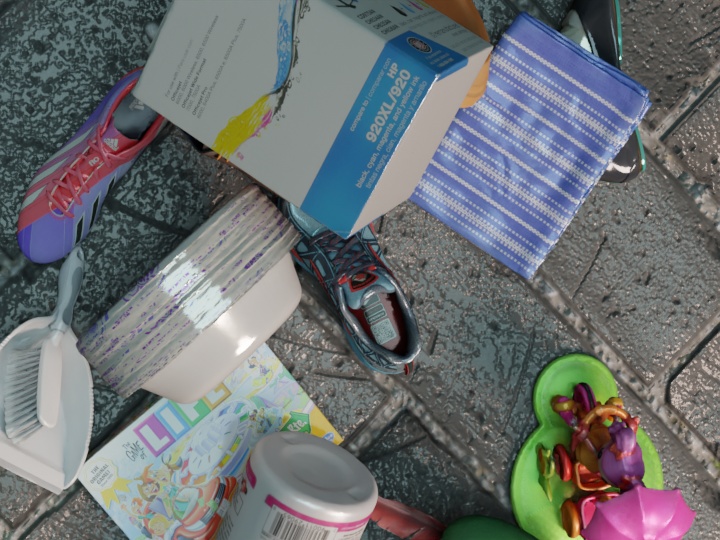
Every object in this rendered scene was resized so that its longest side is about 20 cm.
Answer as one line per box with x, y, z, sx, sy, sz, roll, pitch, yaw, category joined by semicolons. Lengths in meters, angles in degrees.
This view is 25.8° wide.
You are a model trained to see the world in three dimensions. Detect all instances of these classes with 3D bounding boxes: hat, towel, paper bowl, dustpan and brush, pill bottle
0.100;0.218;1.375;0.199;0.165;0.177;-14;85;-38;hat
0.147;-0.111;1.398;0.145;0.024;0.200;34;100;6;towel
-0.128;0.030;1.296;0.201;0.201;0.104;-44;94;-6;paper bowl
-0.266;0.070;1.332;0.057;0.140;0.201;-18;55;27;dustpan and brush
-0.071;0.247;1.337;0.113;0.113;0.201;20;112;-11;pill bottle

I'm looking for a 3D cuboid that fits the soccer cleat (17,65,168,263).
-0.225;-0.093;1.338;0.067;0.076;0.200;39;85;-10;soccer cleat

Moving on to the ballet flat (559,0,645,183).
0.209;-0.175;1.422;0.073;0.073;0.201;-12;97;-10;ballet flat

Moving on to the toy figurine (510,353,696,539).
0.224;0.179;1.380;0.149;0.184;0.201;-7;93;-10;toy figurine

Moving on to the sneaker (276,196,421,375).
0.000;0.000;1.375;0.079;0.096;0.200;-34;98;-8;sneaker

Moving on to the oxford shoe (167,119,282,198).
-0.089;-0.097;1.271;0.200;0.073;0.071;36;126;14;oxford shoe

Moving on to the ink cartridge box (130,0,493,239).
-0.035;-0.149;1.166;0.200;0.147;0.145;34;115;9;ink cartridge box

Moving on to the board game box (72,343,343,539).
-0.134;0.161;1.388;0.200;0.034;0.135;-40;98;-7;board game box

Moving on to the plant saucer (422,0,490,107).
0.048;-0.230;1.328;0.037;0.200;0.200;-35;100;25;plant saucer
